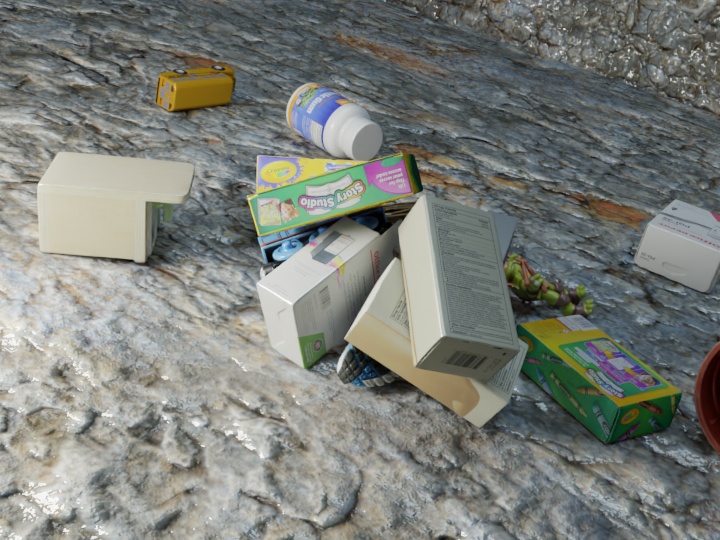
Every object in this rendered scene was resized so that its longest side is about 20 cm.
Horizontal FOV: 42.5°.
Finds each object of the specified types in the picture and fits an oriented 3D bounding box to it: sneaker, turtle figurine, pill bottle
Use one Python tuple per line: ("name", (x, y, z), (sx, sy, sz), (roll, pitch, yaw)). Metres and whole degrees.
("sneaker", (0.026, 0.091, 1.194), (0.087, 0.075, 0.200), (-18, 14, 45))
("turtle figurine", (0.268, 0.027, 1.395), (0.161, 0.065, 0.200), (25, 9, -11))
("pill bottle", (-0.049, -0.292, 1.850), (0.112, 0.112, 0.200), (-12, 35, -40))

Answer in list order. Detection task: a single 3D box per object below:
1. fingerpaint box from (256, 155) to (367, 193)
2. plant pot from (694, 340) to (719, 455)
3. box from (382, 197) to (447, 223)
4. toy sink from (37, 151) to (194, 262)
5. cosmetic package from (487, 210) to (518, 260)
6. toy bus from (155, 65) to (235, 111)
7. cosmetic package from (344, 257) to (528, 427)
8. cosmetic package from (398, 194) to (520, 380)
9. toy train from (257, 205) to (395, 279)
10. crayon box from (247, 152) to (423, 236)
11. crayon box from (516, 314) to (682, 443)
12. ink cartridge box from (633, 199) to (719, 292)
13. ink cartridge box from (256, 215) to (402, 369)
("fingerpaint box", (-0.064, -0.131, 1.470), (0.199, 0.074, 0.167), (2, -2, -5))
("plant pot", (0.551, 0.145, 1.185), (0.200, 0.201, 0.195), (26, 21, 25))
("box", (0.057, -0.087, 1.443), (0.163, 0.021, 0.200), (-6, -2, 5))
("toy sink", (-0.341, -0.088, 1.315), (0.199, 0.112, 0.130), (4, 27, -7))
("cosmetic package", (0.164, 0.021, 1.282), (0.052, 0.151, 0.200), (16, 26, 10))
("toy bus", (-0.340, -0.386, 1.956), (0.078, 0.065, 0.200), (30, 31, 31))
("cosmetic package", (0.093, 0.087, 1.114), (0.200, 0.071, 0.105), (34, 46, -2))
("cosmetic package", (0.111, 0.019, 1.077), (0.103, 0.073, 0.201), (13, 49, -21))
("toy train", (-0.047, -0.032, 1.292), (0.199, 0.087, 0.114), (-20, 23, -5))
("crayon box", (-0.026, -0.100, 1.193), (0.199, 0.058, 0.173), (-15, 3, 9))
("crayon box", (0.304, 0.137, 1.219), (0.118, 0.058, 0.200), (-5, 32, -32))
("ink cartridge box", (0.606, -0.048, 1.694), (0.146, 0.083, 0.200), (25, 29, 23))
("ink cartridge box", (-0.030, 0.015, 1.172), (0.067, 0.117, 0.200), (29, 53, 33))
